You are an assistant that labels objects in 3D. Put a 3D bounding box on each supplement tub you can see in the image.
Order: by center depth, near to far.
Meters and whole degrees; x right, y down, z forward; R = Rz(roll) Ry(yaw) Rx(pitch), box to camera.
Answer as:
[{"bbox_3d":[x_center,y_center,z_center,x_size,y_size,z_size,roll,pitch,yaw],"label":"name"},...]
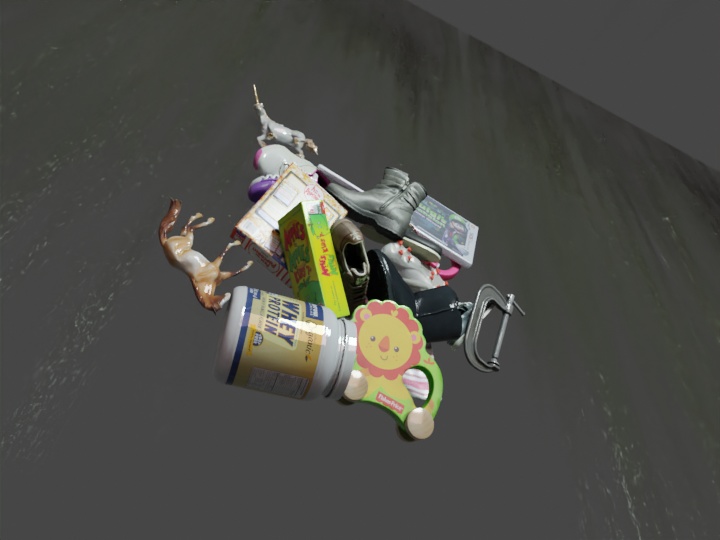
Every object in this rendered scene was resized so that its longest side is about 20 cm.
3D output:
[{"bbox_3d":[-0.115,0.116,0.877,0.195,0.146,0.147,15,41,-15],"label":"supplement tub"}]

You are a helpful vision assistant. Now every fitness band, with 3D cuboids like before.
[{"bbox_3d":[0.150,-0.059,1.341,0.198,0.038,0.144,37,38,4],"label":"fitness band"}]

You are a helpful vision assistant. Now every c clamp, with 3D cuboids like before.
[{"bbox_3d":[0.275,0.122,1.171,0.171,0.027,0.203,45,58,-32],"label":"c clamp"}]

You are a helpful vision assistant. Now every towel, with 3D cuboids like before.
[{"bbox_3d":[0.076,0.145,1.077,0.143,0.030,0.203,15,42,-20],"label":"towel"}]

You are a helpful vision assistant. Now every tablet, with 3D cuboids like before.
[{"bbox_3d":[-0.003,-0.175,1.286,0.197,0.014,0.130,33,6,4],"label":"tablet"}]

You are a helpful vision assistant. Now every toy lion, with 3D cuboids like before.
[{"bbox_3d":[0.053,0.155,0.962,0.197,0.069,0.195,30,64,-3],"label":"toy lion"}]

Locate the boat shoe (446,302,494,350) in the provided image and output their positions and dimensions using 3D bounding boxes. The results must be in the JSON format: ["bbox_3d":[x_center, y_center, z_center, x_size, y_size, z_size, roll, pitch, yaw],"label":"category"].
[{"bbox_3d":[0.228,0.090,1.207,0.062,0.073,0.199,43,44,9],"label":"boat shoe"}]

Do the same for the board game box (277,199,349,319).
[{"bbox_3d":[-0.085,-0.008,1.006,0.047,0.101,0.206,-8,80,-34],"label":"board game box"}]

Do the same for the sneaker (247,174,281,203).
[{"bbox_3d":[-0.139,-0.132,1.194,0.195,0.081,0.091,14,58,-18],"label":"sneaker"}]

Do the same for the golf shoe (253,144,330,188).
[{"bbox_3d":[-0.140,-0.212,1.222,0.091,0.077,0.198,30,13,33],"label":"golf shoe"}]

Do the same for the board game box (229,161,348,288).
[{"bbox_3d":[-0.132,-0.091,1.107,0.151,0.046,0.201,40,55,-7],"label":"board game box"}]

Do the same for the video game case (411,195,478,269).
[{"bbox_3d":[0.190,-0.106,1.379,0.197,0.024,0.183,31,35,-3],"label":"video game case"}]

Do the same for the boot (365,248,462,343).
[{"bbox_3d":[0.101,0.049,1.088,0.165,0.076,0.205,-11,76,-37],"label":"boot"}]

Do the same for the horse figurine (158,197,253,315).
[{"bbox_3d":[-0.279,-0.027,0.992,0.200,0.050,0.133,43,56,0],"label":"horse figurine"}]

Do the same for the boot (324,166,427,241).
[{"bbox_3d":[0.032,-0.160,1.194,0.196,0.068,0.133,28,76,-2],"label":"boot"}]

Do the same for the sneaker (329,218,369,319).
[{"bbox_3d":[-0.018,0.013,1.023,0.069,0.205,0.075,-21,34,-20],"label":"sneaker"}]

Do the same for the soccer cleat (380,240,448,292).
[{"bbox_3d":[0.112,0.012,1.219,0.199,0.077,0.070,38,35,-26],"label":"soccer cleat"}]

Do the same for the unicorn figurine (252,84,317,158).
[{"bbox_3d":[-0.197,-0.332,1.375,0.198,0.074,0.139,33,26,-23],"label":"unicorn figurine"}]

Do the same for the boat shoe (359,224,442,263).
[{"bbox_3d":[0.093,-0.077,1.242,0.198,0.074,0.064,25,69,27],"label":"boat shoe"}]
